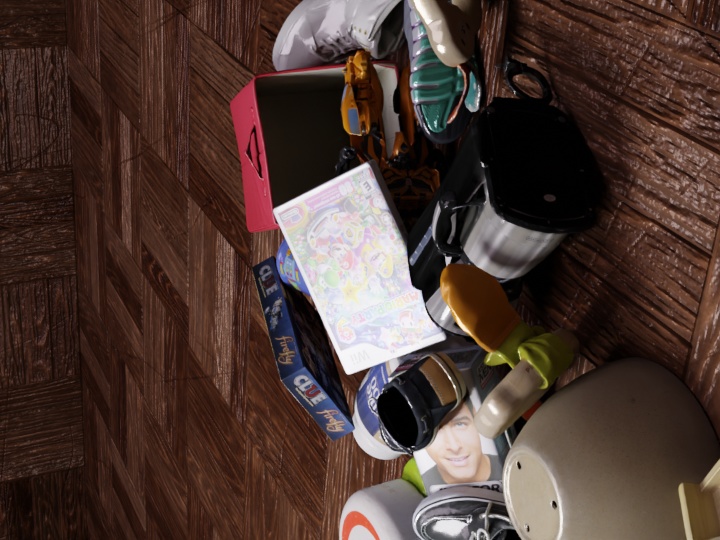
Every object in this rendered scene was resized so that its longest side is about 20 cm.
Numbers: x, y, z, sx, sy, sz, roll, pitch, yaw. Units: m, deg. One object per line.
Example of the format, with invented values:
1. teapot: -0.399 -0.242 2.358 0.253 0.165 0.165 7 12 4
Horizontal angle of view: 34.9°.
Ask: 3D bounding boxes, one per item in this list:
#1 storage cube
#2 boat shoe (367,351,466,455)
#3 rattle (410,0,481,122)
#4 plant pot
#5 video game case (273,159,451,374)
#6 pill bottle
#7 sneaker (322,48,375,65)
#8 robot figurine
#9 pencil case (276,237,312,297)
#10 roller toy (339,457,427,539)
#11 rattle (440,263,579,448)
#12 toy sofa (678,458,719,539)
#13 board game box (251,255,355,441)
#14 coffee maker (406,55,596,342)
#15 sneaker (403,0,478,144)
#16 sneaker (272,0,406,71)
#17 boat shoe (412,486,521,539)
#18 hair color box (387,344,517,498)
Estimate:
1. storage cube: -0.052 -0.144 1.375 0.180 0.198 0.173 176 85 -75
2. boat shoe: 0.043 0.136 1.100 0.075 0.062 0.200 55 158 12
3. rattle: 0.122 -0.263 1.110 0.130 0.141 0.202 23 -128 -70
4. plant pot: 0.205 0.189 1.012 0.200 0.133 0.203 33 127 57
5. video game case: 0.000 0.000 1.228 0.142 0.018 0.202 -23 94 35
6. pill bottle: 0.057 0.146 1.341 0.112 0.110 0.200 69 153 24
7. sneaker: -0.044 -0.282 1.469 0.199 0.076 0.086 8 96 62
8. robot figurine: 0.039 -0.140 1.256 0.058 0.143 0.202 122 144 -66
9. pencil case: -0.012 0.004 1.337 0.199 0.087 0.078 21 154 46
10. roller toy: 0.058 0.345 1.369 0.202 0.138 0.183 67 152 26
11. rattle: 0.126 0.089 1.099 0.131 0.142 0.200 -62 -11 -5
12. toy sofa: 0.320 0.147 0.836 0.083 0.096 0.201 -88 11 -45
13. board game box: -0.071 0.093 1.402 0.136 0.034 0.201 55 -170 -42
14. coffee maker: 0.135 -0.060 1.117 0.201 0.133 0.193 120 173 -52
15. sneaker: 0.083 -0.233 1.237 0.088 0.073 0.203 150 117 -83
16. sneaker: -0.018 -0.274 1.334 0.200 0.073 0.116 -45 52 23
17. boat shoe: 0.136 0.269 1.142 0.197 0.068 0.074 5 115 26
18. hair color box: 0.110 0.184 1.195 0.098 0.061 0.202 -11 106 30
